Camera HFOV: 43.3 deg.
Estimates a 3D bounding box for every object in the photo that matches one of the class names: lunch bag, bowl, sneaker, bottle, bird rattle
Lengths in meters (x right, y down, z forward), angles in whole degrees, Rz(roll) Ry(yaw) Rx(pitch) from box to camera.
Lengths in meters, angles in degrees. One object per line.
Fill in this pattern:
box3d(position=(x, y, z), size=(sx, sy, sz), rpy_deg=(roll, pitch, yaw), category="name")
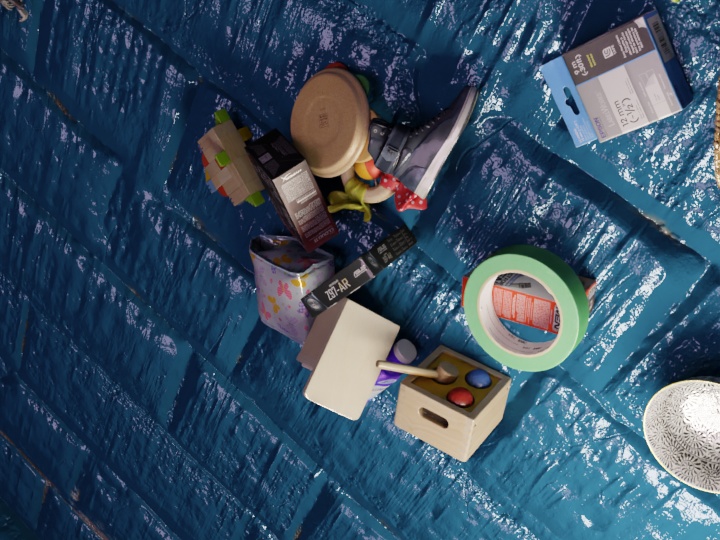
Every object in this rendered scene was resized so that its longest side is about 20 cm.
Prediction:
box3d(position=(-0.142, 0.027, 1.830), size=(0.199, 0.127, 0.171), rpy_deg=(22, 127, 41), category="lunch bag")
box3d(position=(0.560, 0.240, 1.431), size=(0.199, 0.094, 0.203), rpy_deg=(18, 123, 30), category="bowl")
box3d(position=(0.095, -0.241, 1.502), size=(0.145, 0.077, 0.203), rpy_deg=(32, 107, 3), category="sneaker")
box3d(position=(0.037, 0.203, 1.817), size=(0.200, 0.083, 0.066), rpy_deg=(-42, 59, 42), category="bottle")
box3d(position=(0.026, -0.172, 1.624), size=(0.199, 0.112, 0.165), rpy_deg=(-17, 86, 38), category="bird rattle")

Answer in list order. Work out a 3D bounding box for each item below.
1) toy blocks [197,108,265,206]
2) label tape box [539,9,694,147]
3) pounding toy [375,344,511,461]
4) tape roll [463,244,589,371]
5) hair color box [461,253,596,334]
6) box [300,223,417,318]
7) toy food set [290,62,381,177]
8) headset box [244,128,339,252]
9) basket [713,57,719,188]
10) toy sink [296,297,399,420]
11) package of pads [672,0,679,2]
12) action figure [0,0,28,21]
box3d(position=(-0.272, -0.208, 1.844), size=(0.136, 0.100, 0.201), rpy_deg=(-25, 96, 54), category="toy blocks")
box3d(position=(0.365, -0.271, 1.333), size=(0.199, 0.066, 0.144), rpy_deg=(-20, 100, 40), category="label tape box")
box3d(position=(0.148, 0.223, 1.674), size=(0.199, 0.184, 0.144), rpy_deg=(24, 126, 25), category="pounding toy")
box3d(position=(0.262, 0.060, 1.447), size=(0.199, 0.048, 0.203), rpy_deg=(16, 119, 31), category="tape roll")
box3d(position=(0.282, 0.039, 1.526), size=(0.198, 0.111, 0.065), rpy_deg=(17, 121, 29), category="hair color box")
box3d(position=(0.000, 0.000, 1.645), size=(0.160, 0.200, 0.044), rpy_deg=(-35, 91, 33), category="box")
box3d(position=(-0.050, -0.268, 1.625), size=(0.199, 0.048, 0.200), rpy_deg=(-28, 73, 39), category="toy food set")
box3d(position=(-0.124, -0.141, 1.688), size=(0.149, 0.077, 0.201), rpy_deg=(49, 168, 50), category="headset box")
box3d(position=(0.549, -0.204, 1.175), size=(0.148, 0.142, 0.202), rpy_deg=(10, 119, 34), category="basket")
box3d(position=(-0.036, 0.164, 1.742), size=(0.130, 0.202, 0.112), rpy_deg=(27, 172, -25), category="toy sink")
box3d(position=(0.414, -0.474, 1.187), size=(0.154, 0.068, 0.201), rpy_deg=(36, 130, 17), category="package of pads")
box3d(position=(-0.800, -0.603, 2.021), size=(0.200, 0.102, 0.119), rpy_deg=(-48, 46, 5), category="action figure")
